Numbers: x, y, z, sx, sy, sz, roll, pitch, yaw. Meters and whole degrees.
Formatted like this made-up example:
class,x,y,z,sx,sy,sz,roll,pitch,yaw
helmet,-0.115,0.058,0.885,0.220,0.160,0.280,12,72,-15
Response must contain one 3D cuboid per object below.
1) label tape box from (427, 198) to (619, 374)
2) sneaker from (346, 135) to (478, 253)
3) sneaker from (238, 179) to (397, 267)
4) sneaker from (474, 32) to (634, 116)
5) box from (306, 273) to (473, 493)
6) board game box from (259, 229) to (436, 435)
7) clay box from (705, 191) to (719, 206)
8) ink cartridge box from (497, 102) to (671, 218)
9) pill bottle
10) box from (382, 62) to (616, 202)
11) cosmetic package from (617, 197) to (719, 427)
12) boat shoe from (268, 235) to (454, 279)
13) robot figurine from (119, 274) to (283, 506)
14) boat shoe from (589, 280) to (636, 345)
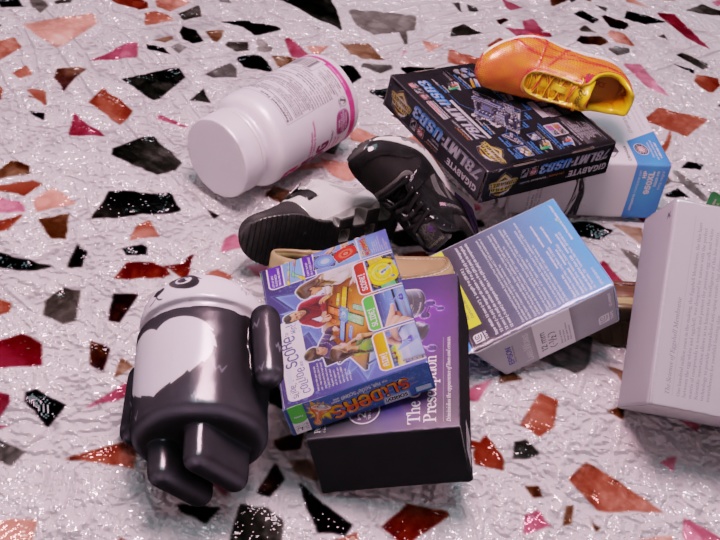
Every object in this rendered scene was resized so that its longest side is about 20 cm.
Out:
class,x,y,z,sx,sy,sz,roll,pitch,yaw
label tape box,0.151,0.028,1.228,0.198,0.066,0.144,-26,47,0
sneaker,0.069,-0.071,1.268,0.199,0.075,0.088,31,32,-38
sneaker,-0.061,-0.058,1.288,0.198,0.075,0.089,-8,41,-38
sneaker,0.227,-0.222,1.336,0.197,0.074,0.078,3,35,-16
box,0.030,0.102,1.089,0.139,0.080,0.202,-9,39,10
board game box,-0.017,0.051,1.073,0.133,0.035,0.201,-18,38,2
clay box,0.446,0.011,1.291,0.199,0.116,0.047,37,45,28
ink cartridge box,0.264,-0.143,1.449,0.196,0.085,0.146,1,40,-10
pill bottle,-0.102,-0.170,1.371,0.113,0.115,0.199,32,45,23
box,0.159,-0.169,1.347,0.196,0.050,0.200,-16,47,-31
cosmetic package,0.375,0.053,1.149,0.197,0.123,0.203,11,82,-2
boat shoe,0.000,0.000,1.195,0.196,0.067,0.074,-6,17,0
robot figurine,-0.142,0.099,1.027,0.148,0.126,0.202,0,54,-4
boat shoe,0.339,0.041,1.265,0.196,0.073,0.068,5,42,-4
